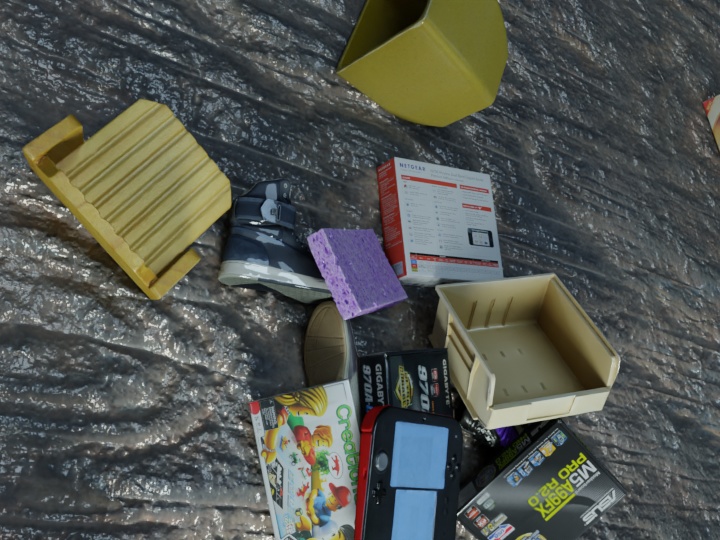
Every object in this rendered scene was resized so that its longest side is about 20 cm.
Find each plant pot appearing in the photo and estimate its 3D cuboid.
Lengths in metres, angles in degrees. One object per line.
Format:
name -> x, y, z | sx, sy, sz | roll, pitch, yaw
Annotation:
plant pot -> 0.117, -0.338, 1.196 | 0.199, 0.194, 0.197 | 37, 57, -28

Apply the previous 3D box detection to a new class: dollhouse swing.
dollhouse swing -> -0.236, -0.101, 0.883 | 0.176, 0.181, 0.201 | -43, 102, -16

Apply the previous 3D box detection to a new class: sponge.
sponge -> 0.000, 0.000, 1.031 | 0.113, 0.030, 0.199 | 64, 19, 6

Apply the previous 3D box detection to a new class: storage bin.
storage bin -> 0.223, 0.109, 1.096 | 0.196, 0.095, 0.200 | -5, 38, -20

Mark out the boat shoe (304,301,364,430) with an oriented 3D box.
boat shoe -> -0.024, 0.142, 1.016 | 0.064, 0.071, 0.204 | 5, 74, -52

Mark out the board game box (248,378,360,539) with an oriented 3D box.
board game box -> -0.054, 0.244, 0.942 | 0.124, 0.035, 0.204 | -12, 84, -5

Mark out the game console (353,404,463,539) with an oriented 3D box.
game console -> 0.064, 0.262, 0.954 | 0.199, 0.031, 0.181 | 20, 67, -48

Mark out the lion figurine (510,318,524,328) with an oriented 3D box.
lion figurine -> 0.277, 0.087, 1.258 | 0.196, 0.072, 0.125 | -4, 85, -22

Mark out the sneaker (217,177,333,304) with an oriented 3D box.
sneaker -> -0.082, -0.039, 1.024 | 0.200, 0.076, 0.149 | 16, 68, -31

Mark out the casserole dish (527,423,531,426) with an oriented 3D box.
casserole dish -> 0.272, 0.243, 1.174 | 0.121, 0.038, 0.204 | -54, 130, -79

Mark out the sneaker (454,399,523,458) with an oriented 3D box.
sneaker -> 0.184, 0.229, 1.144 | 0.098, 0.069, 0.204 | -6, 77, -29

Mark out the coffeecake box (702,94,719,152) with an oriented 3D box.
coffeecake box -> 0.884, -0.317, 1.758 | 0.072, 0.153, 0.204 | -12, 82, -37

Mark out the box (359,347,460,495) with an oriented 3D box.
box -> 0.067, 0.207, 1.032 | 0.158, 0.045, 0.204 | 4, 80, -53

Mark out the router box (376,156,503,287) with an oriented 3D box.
router box -> 0.124, -0.067, 1.198 | 0.197, 0.049, 0.183 | 5, 72, -35

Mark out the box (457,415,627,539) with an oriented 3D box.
box -> 0.247, 0.316, 1.095 | 0.200, 0.044, 0.160 | -43, 105, 6
